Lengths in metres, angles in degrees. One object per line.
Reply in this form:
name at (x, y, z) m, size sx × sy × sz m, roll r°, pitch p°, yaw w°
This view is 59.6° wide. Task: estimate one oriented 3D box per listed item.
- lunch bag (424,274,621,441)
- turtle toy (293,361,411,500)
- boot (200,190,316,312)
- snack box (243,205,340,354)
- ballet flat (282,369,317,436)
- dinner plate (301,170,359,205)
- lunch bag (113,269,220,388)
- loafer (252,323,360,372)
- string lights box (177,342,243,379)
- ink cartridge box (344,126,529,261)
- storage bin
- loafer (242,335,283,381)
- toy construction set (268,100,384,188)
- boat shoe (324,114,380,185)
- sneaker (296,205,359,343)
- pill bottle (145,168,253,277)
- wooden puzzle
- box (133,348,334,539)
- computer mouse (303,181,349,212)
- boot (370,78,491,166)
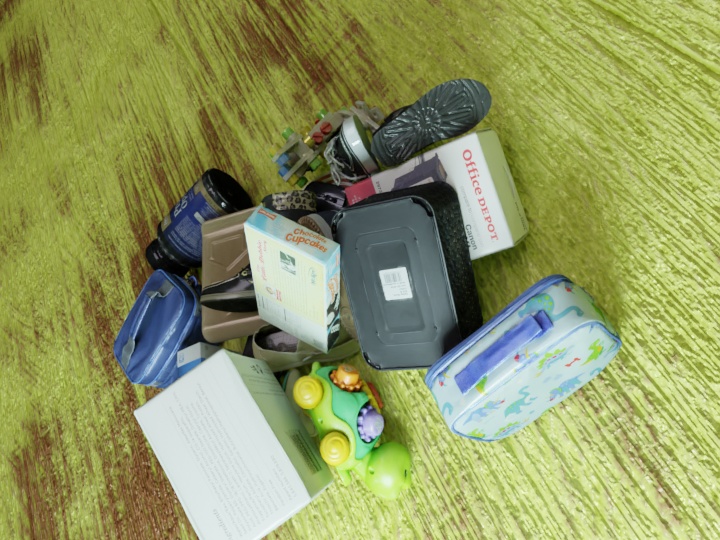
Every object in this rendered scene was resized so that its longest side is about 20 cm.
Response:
lunch bag at (0.177, 0.099, 0.682) m, size 0.200 × 0.160 × 0.083 m, roll -43°, pitch 54°, yaw 18°
turtle toy at (-0.010, 0.205, 0.815) m, size 0.100 × 0.146 × 0.202 m, roll -27°, pitch 73°, yaw -9°
boot at (-0.145, -0.027, 0.941) m, size 0.199 × 0.074 × 0.157 m, roll -11°, pitch 71°, yaw 10°
snack box at (-0.082, 0.018, 0.795) m, size 0.114 × 0.202 × 0.037 m, roll 26°, pitch 56°, yaw 16°
ballet flat at (-0.091, 0.248, 0.904) m, size 0.068 × 0.069 × 0.205 m, roll 2°, pitch 78°, yaw 37°
dinner plate at (-0.048, -0.062, 0.997) m, size 0.197 × 0.024 × 0.205 m, roll -14°, pitch 66°, yaw 34°
lunch bag at (-0.327, 0.100, 1.083) m, size 0.135 × 0.131 × 0.203 m, roll 33°, pitch 95°, yaw 39°
loafer at (-0.069, 0.093, 0.905) m, size 0.196 × 0.068 × 0.077 m, roll -21°, pitch 60°, yaw 7°
string lights box at (-0.229, 0.225, 0.983) m, size 0.058 × 0.102 × 0.204 m, roll -22°, pitch 62°, yaw 28°
ink cartridge box at (0.098, -0.078, 0.818) m, size 0.197 × 0.084 × 0.148 m, roll -19°, pitch 94°, yaw 30°
storage bin at (0.059, 0.008, 0.760) m, size 0.133 × 0.094 × 0.204 m, roll -8°, pitch 104°, yaw 29°
loafer at (-0.162, 0.156, 0.976) m, size 0.072 × 0.072 × 0.205 m, roll -14°, pitch 65°, yaw 34°
toy construction set at (-0.060, -0.206, 0.982) m, size 0.198 × 0.131 × 0.093 m, roll -32°, pitch 89°, yaw -15°
boat shoe at (-0.015, -0.161, 0.880) m, size 0.067 × 0.199 × 0.075 m, roll -22°, pitch 91°, yaw 5°
sneaker at (0.000, 0.000, 0.879) m, size 0.070 × 0.108 × 0.203 m, roll -35°, pitch 83°, yaw 46°
pill bottle at (-0.294, -0.077, 1.132) m, size 0.199 × 0.111 × 0.113 m, roll -42°, pitch 54°, yaw 17°
wooden puzzle at (-0.170, 0.003, 1.008) m, size 0.181 × 0.046 × 0.205 m, roll -13°, pitch 71°, yaw 18°
box at (-0.146, 0.222, 0.781) m, size 0.130 × 0.199 × 0.202 m, roll -34°, pitch 77°, yaw -3°
computer mouse at (-0.022, -0.100, 0.955) m, size 0.197 × 0.034 × 0.060 m, roll 16°, pitch 83°, yaw 39°
boot at (0.089, -0.205, 0.860) m, size 0.162 × 0.200 × 0.067 m, roll -24°, pitch 100°, yaw 9°
